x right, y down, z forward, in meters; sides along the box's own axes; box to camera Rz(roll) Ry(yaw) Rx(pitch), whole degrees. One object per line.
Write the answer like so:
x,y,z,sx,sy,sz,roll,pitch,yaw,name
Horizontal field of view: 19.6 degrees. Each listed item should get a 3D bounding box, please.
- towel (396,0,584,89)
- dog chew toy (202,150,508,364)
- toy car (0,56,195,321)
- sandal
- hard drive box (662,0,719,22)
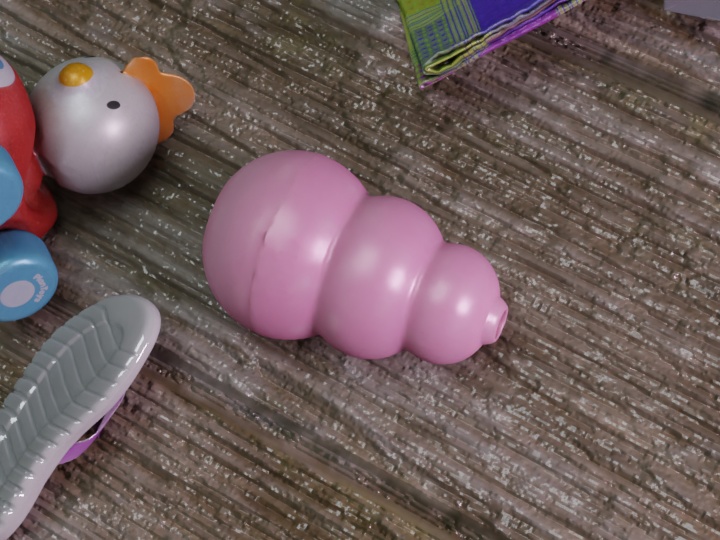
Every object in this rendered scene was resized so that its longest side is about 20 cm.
0.114,-0.209,1.422,0.199,0.023,0.144,-29,32,12,towel
0.000,0.000,1.357,0.199,0.125,0.125,20,74,13,dog chew toy
-0.212,-0.104,1.437,0.199,0.177,0.185,-25,51,-10,toy car
-0.200,0.100,1.406,0.203,0.050,0.082,-49,49,5,sandal
0.296,-0.260,1.385,0.155,0.077,0.201,13,66,9,hard drive box
